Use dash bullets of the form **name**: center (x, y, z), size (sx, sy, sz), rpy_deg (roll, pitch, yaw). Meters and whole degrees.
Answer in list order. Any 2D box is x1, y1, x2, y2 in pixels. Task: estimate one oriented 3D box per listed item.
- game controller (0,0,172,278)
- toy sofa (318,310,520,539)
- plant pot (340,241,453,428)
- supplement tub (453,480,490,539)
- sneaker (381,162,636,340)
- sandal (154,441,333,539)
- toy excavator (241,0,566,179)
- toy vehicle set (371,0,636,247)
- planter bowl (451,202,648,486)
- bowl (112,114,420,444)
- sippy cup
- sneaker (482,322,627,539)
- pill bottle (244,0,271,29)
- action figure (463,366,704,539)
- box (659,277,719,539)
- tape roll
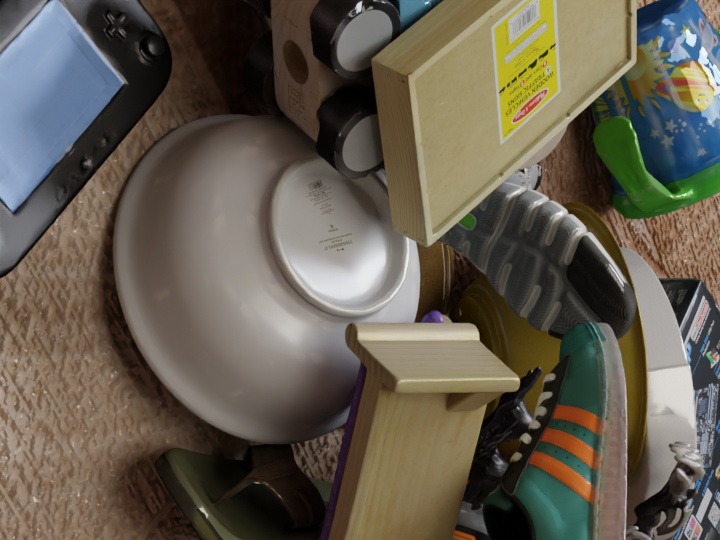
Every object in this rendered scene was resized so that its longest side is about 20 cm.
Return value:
- **game controller**: center (-0.178, -0.088, 1.071), size (0.105, 0.042, 0.200), rpy_deg (58, 49, -30)
- **toy sofa**: center (0.014, 0.125, 1.137), size (0.082, 0.098, 0.201), rpy_deg (1, 114, -28)
- **plant pot**: center (0.000, 0.000, 1.281), size (0.199, 0.027, 0.202), rpy_deg (4, 85, -49)
- **supplement tub**: center (0.053, 0.235, 1.258), size (0.123, 0.122, 0.201), rpy_deg (53, 52, -32)
- **sneaker**: center (0.106, -0.037, 1.261), size (0.115, 0.199, 0.075), rpy_deg (-28, 150, -55)
- **sandal**: center (-0.047, 0.127, 1.176), size (0.057, 0.080, 0.200), rpy_deg (-49, 149, 18)
- **toy excavator**: center (0.040, -0.120, 1.154), size (0.199, 0.100, 0.196), rpy_deg (-24, 133, -25)
- **toy vehicle set**: center (0.086, -0.118, 1.128), size (0.200, 0.026, 0.125), rpy_deg (-41, 143, -29)
- **planter bowl**: center (0.110, 0.058, 1.322), size (0.083, 0.200, 0.202), rpy_deg (-4, 92, -17)
- **bowl**: center (-0.035, -0.008, 1.152), size (0.200, 0.090, 0.203), rpy_deg (14, 65, -34)
- **sippy cup**: center (0.225, -0.126, 1.475), size (0.131, 0.139, 0.178), rpy_deg (62, 3, -12)
- **sneaker**: center (0.110, 0.113, 1.135), size (0.072, 0.079, 0.201), rpy_deg (87, 7, -53)
- **pill bottle**: center (0.012, -0.171, 1.235), size (0.199, 0.112, 0.113), rpy_deg (22, 72, -42)
- **action figure**: center (0.155, 0.157, 1.220), size (0.200, 0.102, 0.119), rpy_deg (43, 39, -6)
- **box**: center (0.243, 0.132, 1.535), size (0.159, 0.046, 0.201), rpy_deg (51, 53, -34)
- **tape roll**: center (0.172, 0.085, 1.353), size (0.037, 0.203, 0.205), rpy_deg (-6, 94, -14)
